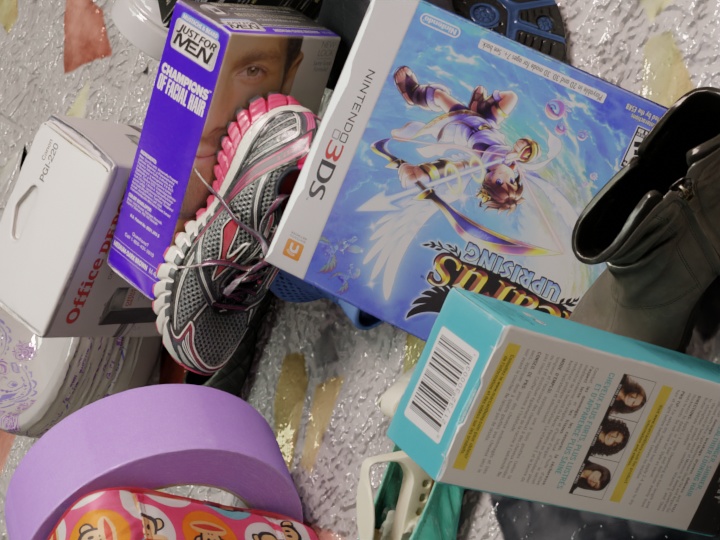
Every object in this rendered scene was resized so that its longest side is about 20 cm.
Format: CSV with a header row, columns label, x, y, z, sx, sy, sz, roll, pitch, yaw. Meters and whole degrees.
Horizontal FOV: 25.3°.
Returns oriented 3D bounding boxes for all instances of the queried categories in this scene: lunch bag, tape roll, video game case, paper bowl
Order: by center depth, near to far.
label,x,y,z,sx,sy,sz,roll,pitch,yaw
video game case,0.066,-0.046,0.949,0.199,0.045,0.182,26,101,13
lunch bag,-0.133,0.235,1.080,0.177,0.199,0.082,-54,38,29
tape roll,-0.143,0.174,1.118,0.201,0.199,0.066,-56,38,24
paper bowl,-0.244,0.049,1.395,0.200,0.104,0.202,-26,57,49

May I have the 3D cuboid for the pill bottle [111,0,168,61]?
label,x,y,z,sx,sy,sz,roll,pitch,yaw
pill bottle,-0.125,-0.276,1.352,0.200,0.119,0.120,-53,39,28

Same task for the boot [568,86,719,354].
label,x,y,z,sx,sy,sz,roll,pitch,yaw
boot,0.139,-0.005,0.832,0.068,0.130,0.201,45,107,31

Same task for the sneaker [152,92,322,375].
label,x,y,z,sx,sy,sz,roll,pitch,yaw
sneaker,-0.077,-0.017,1.082,0.075,0.080,0.201,38,114,39

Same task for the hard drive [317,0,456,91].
label,x,y,z,sx,sy,sz,roll,pitch,yaw
hard drive,0.018,-0.155,1.085,0.200,0.042,0.136,126,131,-69

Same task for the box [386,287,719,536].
label,x,y,z,sx,sy,sz,roll,pitch,yaw
box,0.115,0.073,0.797,0.049,0.199,0.083,37,106,52

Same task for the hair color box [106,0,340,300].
label,x,y,z,sx,sy,sz,roll,pitch,yaw
hair color box,-0.096,-0.083,1.125,0.065,0.109,0.201,33,116,36

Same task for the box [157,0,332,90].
label,x,y,z,sx,sy,sz,roll,pitch,yaw
box,-0.034,-0.248,1.173,0.200,0.163,0.087,-46,43,35

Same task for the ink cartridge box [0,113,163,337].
label,x,y,z,sx,sy,sz,roll,pitch,yaw
ink cartridge box,-0.171,-0.029,1.217,0.085,0.199,0.146,35,108,32

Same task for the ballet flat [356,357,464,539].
label,x,y,z,sx,sy,sz,roll,pitch,yaw
ballet flat,0.039,0.112,1.003,0.067,0.070,0.202,9,84,56

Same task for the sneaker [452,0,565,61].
label,x,y,z,sx,sy,sz,roll,pitch,yaw
sneaker,0.080,-0.168,1.077,0.077,0.075,0.201,104,155,-50

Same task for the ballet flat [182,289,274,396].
label,x,y,z,sx,sy,sz,roll,pitch,yaw
ballet flat,-0.107,0.040,1.249,0.066,0.057,0.201,39,108,54

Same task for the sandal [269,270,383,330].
label,x,y,z,sx,sy,sz,roll,pitch,yaw
sandal,0.000,0.000,1.102,0.199,0.079,0.088,-18,65,52
